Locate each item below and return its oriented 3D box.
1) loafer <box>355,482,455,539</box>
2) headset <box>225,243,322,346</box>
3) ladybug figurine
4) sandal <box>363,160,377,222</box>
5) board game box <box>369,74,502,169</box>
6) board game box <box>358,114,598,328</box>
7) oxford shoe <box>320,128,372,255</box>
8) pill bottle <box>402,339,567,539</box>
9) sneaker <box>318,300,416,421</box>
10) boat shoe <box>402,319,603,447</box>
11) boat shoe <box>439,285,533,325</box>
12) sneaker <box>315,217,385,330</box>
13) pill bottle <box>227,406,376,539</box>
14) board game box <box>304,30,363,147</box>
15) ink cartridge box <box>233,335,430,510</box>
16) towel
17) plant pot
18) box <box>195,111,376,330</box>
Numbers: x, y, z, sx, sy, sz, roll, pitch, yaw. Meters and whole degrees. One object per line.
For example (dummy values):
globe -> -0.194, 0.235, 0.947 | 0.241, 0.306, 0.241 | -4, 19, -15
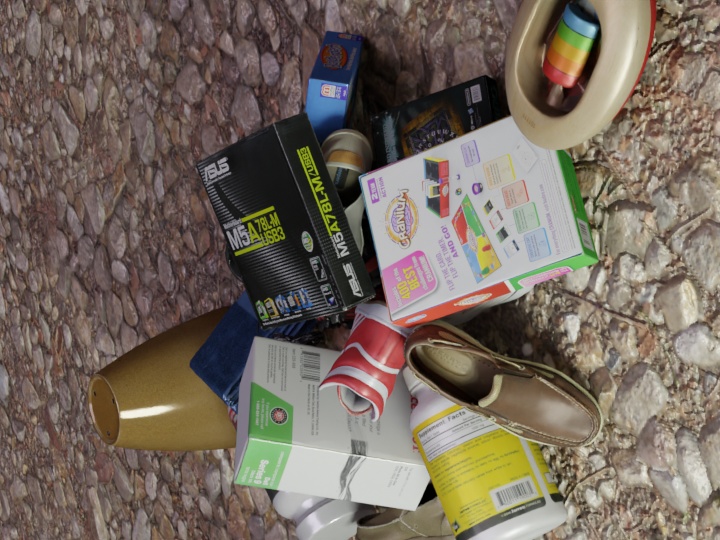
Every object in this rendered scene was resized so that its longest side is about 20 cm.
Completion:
loafer -> 0.066, 0.267, 1.687 | 0.200, 0.076, 0.068 | -15, 87, 47
headset -> -0.084, -0.014, 1.710 | 0.094, 0.123, 0.201 | -3, 84, 29
ladybug figurine -> 0.196, -0.196, 1.338 | 0.136, 0.072, 0.200 | 50, 135, 30
sandal -> 0.034, -0.065, 1.592 | 0.200, 0.075, 0.048 | 48, 169, 52
board game box -> 0.083, -0.075, 1.505 | 0.135, 0.028, 0.201 | -16, 73, 30
board game box -> 0.106, -0.049, 1.442 | 0.200, 0.040, 0.153 | -20, 71, 24
oxford shoe -> -0.030, -0.048, 1.577 | 0.058, 0.075, 0.200 | -79, 1, -55
pill bottle -> 0.117, 0.176, 1.542 | 0.112, 0.112, 0.200 | -44, 63, 52
sneaker -> 0.007, 0.093, 1.591 | 0.113, 0.071, 0.200 | -61, 1, -6
boat shoe -> 0.129, 0.115, 1.455 | 0.202, 0.075, 0.075 | 23, 102, 9
boat shoe -> 0.109, 0.006, 1.541 | 0.200, 0.066, 0.072 | -33, 72, 54
sneaker -> 0.000, 0.000, 1.700 | 0.200, 0.071, 0.098 | 133, 128, -57
pill bottle -> -0.067, 0.219, 1.825 | 0.200, 0.116, 0.116 | 60, 143, 24
board game box -> -0.036, -0.135, 1.655 | 0.152, 0.045, 0.201 | -78, -4, -63
ink cartridge box -> -0.026, 0.162, 1.635 | 0.146, 0.199, 0.084 | -90, 15, -47
towel -> -0.114, 0.062, 1.807 | 0.200, 0.049, 0.112 | -52, 46, 1
plant pot -> -0.240, 0.157, 1.988 | 0.186, 0.200, 0.187 | 25, 122, 51
box -> -0.079, -0.044, 1.563 | 0.200, 0.047, 0.194 | -14, 100, 61
